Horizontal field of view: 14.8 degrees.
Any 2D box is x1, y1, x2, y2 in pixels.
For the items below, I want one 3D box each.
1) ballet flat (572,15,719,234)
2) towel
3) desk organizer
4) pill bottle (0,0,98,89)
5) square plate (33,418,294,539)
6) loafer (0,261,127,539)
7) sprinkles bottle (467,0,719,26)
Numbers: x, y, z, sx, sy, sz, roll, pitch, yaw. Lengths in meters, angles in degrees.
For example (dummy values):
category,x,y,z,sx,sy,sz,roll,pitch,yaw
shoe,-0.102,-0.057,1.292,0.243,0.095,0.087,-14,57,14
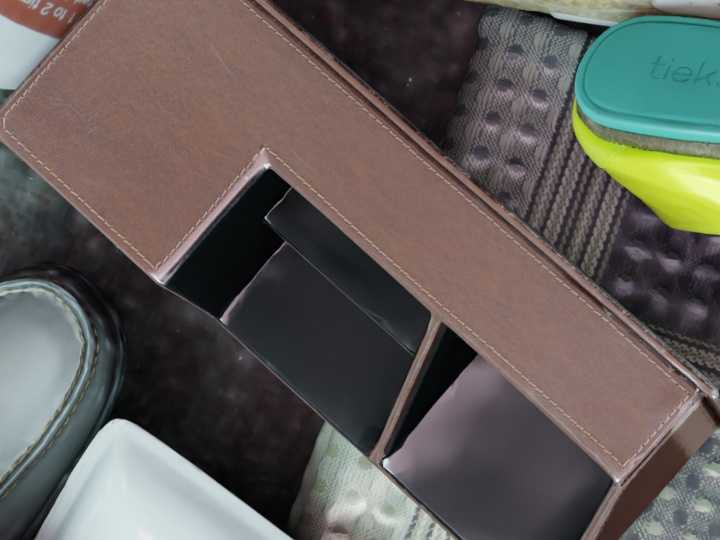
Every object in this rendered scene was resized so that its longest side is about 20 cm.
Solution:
category,x,y,z,sx,sy,sz,roll,pitch,yaw
ballet flat,0.146,-0.025,0.711,0.200,0.067,0.067,12,147,38
towel,0.090,0.045,0.788,0.193,0.035,0.200,20,82,8
desk organizer,0.000,0.000,0.753,0.200,0.072,0.077,42,91,15
pill bottle,-0.098,-0.124,0.774,0.112,0.112,0.200,38,103,1
square plate,-0.040,0.175,0.766,0.200,0.028,0.198,35,108,8
loafer,-0.148,0.072,0.762,0.200,0.072,0.073,-43,79,4
sprinkles bottle,0.083,-0.099,0.772,0.200,0.068,0.068,9,101,7
